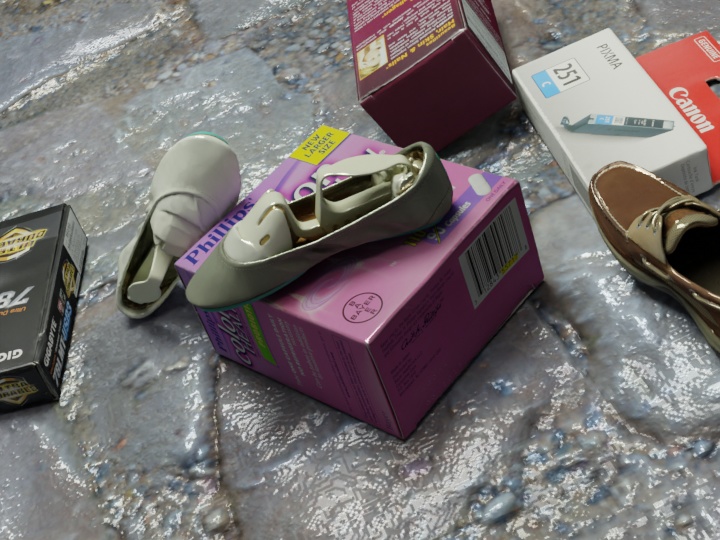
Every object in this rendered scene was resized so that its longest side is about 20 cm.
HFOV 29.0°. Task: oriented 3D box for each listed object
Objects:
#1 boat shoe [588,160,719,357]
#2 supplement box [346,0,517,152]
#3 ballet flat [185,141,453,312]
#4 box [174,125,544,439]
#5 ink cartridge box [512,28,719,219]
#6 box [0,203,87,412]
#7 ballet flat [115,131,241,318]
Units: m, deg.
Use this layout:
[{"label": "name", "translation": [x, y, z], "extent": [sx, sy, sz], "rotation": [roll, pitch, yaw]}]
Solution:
[{"label": "boat shoe", "translation": [0.223, -0.020, 0.940], "extent": [0.075, 0.072, 0.200], "rotation": [-36, 49, -7]}, {"label": "supplement box", "translation": [0.058, -0.201, 1.215], "extent": [0.110, 0.086, 0.201], "rotation": [-32, 35, 20]}, {"label": "ballet flat", "translation": [-0.035, -0.037, 0.951], "extent": [0.198, 0.064, 0.068], "rotation": [-21, 39, 1]}, {"label": "box", "translation": [0.000, 0.000, 1.020], "extent": [0.199, 0.097, 0.176], "rotation": [20, 54, 40]}, {"label": "ink cartridge box", "translation": [0.234, -0.131, 1.109], "extent": [0.175, 0.045, 0.201], "rotation": [-22, 39, 0]}, {"label": "box", "translation": [-0.335, 0.044, 1.162], "extent": [0.198, 0.050, 0.200], "rotation": [-14, 38, 10]}, {"label": "ballet flat", "translation": [-0.144, -0.024, 1.072], "extent": [0.069, 0.200, 0.070], "rotation": [14, 53, -20]}]
